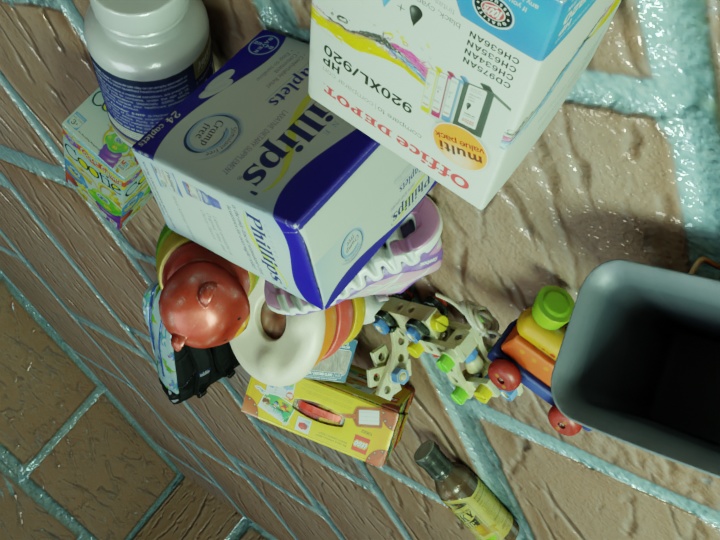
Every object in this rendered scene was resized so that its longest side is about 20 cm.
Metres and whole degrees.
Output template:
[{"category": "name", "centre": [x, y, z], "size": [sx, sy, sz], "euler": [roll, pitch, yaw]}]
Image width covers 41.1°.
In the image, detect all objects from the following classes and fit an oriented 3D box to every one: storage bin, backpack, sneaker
[{"category": "storage bin", "centre": [0.267, 0.076, 0.711], "size": [0.198, 0.148, 0.133], "euler": [16, 175, 44]}, {"category": "backpack", "centre": [-0.279, 0.094, 1.578], "size": [0.154, 0.162, 0.201], "euler": [47, 155, 23]}, {"category": "sneaker", "centre": [0.000, 0.000, 0.956], "size": [0.088, 0.197, 0.082], "euler": [45, -154, -58]}]

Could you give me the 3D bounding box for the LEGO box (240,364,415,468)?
[{"category": "LEGO box", "centre": [-0.037, 0.173, 1.279], "size": [0.197, 0.079, 0.149], "euler": [20, -171, 11]}]

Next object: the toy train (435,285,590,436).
[{"category": "toy train", "centre": [0.160, 0.053, 0.896], "size": [0.199, 0.085, 0.116], "euler": [36, 147, 12]}]

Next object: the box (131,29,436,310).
[{"category": "box", "centre": [-0.058, -0.095, 0.829], "size": [0.198, 0.184, 0.106], "euler": [25, 149, 31]}]

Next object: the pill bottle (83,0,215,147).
[{"category": "pill bottle", "centre": [-0.202, -0.214, 0.929], "size": [0.119, 0.120, 0.201], "euler": [35, 157, 12]}]

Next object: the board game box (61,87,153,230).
[{"category": "board game box", "centre": [-0.313, -0.151, 1.243], "size": [0.105, 0.103, 0.200], "euler": [41, 158, -1]}]

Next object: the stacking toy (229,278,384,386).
[{"category": "stacking toy", "centre": [-0.044, 0.047, 1.096], "size": [0.145, 0.149, 0.198], "euler": [23, -164, 35]}]

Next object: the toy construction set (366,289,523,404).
[{"category": "toy construction set", "centre": [0.081, 0.092, 1.084], "size": [0.198, 0.093, 0.132], "euler": [-6, 131, 46]}]

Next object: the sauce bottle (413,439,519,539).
[{"category": "sauce bottle", "centre": [0.155, 0.333, 1.425], "size": [0.200, 0.065, 0.064], "euler": [48, 157, -15]}]

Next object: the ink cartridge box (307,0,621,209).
[{"category": "ink cartridge box", "centre": [0.067, -0.167, 0.549], "size": [0.146, 0.145, 0.201], "euler": [35, 158, 11]}]

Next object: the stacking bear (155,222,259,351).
[{"category": "stacking bear", "centre": [-0.142, 0.001, 0.910], "size": [0.113, 0.122, 0.201], "euler": [34, -159, -19]}]

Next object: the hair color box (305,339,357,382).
[{"category": "hair color box", "centre": [-0.102, 0.079, 1.260], "size": [0.099, 0.062, 0.199], "euler": [11, -169, -37]}]
